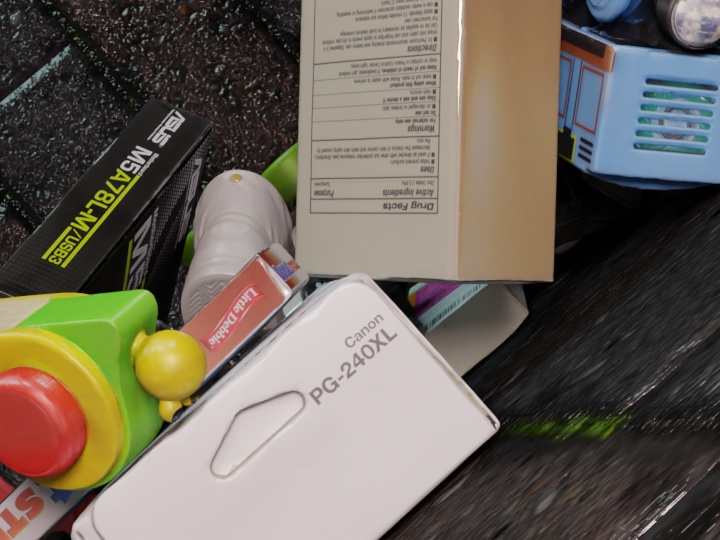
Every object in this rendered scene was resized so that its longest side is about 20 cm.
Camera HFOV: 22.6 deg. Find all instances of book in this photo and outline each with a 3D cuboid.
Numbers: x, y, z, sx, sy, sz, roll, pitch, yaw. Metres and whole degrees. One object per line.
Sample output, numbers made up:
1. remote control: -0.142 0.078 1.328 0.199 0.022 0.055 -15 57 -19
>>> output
1. book: 0.033 0.041 1.017 0.134 0.048 0.200 -40 3 8

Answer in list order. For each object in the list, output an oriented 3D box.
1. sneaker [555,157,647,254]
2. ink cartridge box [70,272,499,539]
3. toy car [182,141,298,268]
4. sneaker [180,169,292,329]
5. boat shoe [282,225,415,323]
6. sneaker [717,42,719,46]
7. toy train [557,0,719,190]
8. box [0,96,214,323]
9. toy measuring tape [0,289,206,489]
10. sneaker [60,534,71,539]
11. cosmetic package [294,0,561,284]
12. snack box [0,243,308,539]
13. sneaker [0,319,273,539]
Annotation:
1. sneaker: 0.098 -0.044 0.925 0.090 0.067 0.200 -28 -7 26
2. ink cartridge box: -0.033 0.078 0.748 0.145 0.083 0.200 -42 2 -4
3. toy car: 0.000 -0.021 1.184 0.158 0.164 0.200 -42 -1 -30
4. sneaker: -0.062 0.036 1.050 0.116 0.074 0.200 -86 -3 -47
5. boat shoe: 0.000 0.000 0.992 0.060 0.074 0.200 -36 7 11
6. sneaker: 0.216 -0.123 0.820 0.200 0.066 0.078 -41 13 41
7. toy train: 0.115 -0.110 0.843 0.200 0.087 0.114 -133 51 -67
8. box: -0.153 0.035 0.991 0.193 0.047 0.200 -55 -13 -50
9. toy measuring tape: -0.139 0.049 0.683 0.200 0.074 0.074 -6 21 30
10. sneaker: -0.111 0.125 1.001 0.200 0.087 0.074 -50 2 22
11. cosmetic package: 0.031 -0.094 0.802 0.071 0.200 0.105 1 2 -45
12. snack box: -0.102 0.067 0.752 0.200 0.024 0.072 -44 0 6
13. sneaker: -0.095 0.060 0.886 0.200 0.071 0.098 -19 -45 -38
